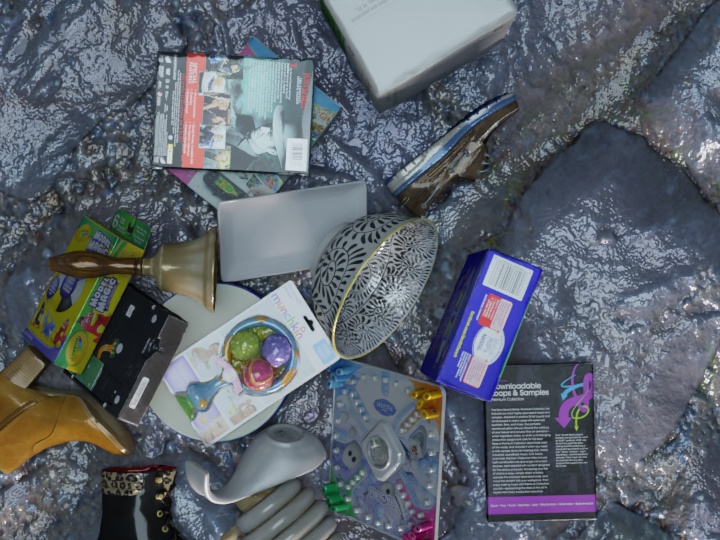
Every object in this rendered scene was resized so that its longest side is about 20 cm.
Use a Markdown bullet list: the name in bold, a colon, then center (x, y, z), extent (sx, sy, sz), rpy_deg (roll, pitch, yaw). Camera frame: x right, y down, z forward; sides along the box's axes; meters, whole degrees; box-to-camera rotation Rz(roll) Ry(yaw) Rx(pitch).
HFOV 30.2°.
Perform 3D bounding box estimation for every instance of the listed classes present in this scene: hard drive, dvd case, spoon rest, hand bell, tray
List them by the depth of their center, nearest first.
- **hand bell**: center (-0.271, -0.004, 1.596), extent (0.198, 0.104, 0.105), rpy_deg (1, 89, -4)
- **spoon rest**: center (-0.129, 0.238, 1.640), extent (0.099, 0.199, 0.061), rpy_deg (24, 116, 40)
- **hard drive**: center (-0.295, 0.092, 1.641), extent (0.038, 0.199, 0.141), rpy_deg (28, 88, -38)
- **dvd case**: center (-0.158, -0.195, 1.661), extent (0.198, 0.022, 0.148), rpy_deg (2, 90, 2)
- **tray**: center (-0.086, -0.052, 1.683), extent (0.198, 0.022, 0.108), rpy_deg (-10, 114, -21)

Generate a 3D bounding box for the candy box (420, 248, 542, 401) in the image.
- **candy box**: center (0.144, 0.065, 1.631), extent (0.076, 0.200, 0.171), rpy_deg (23, 89, -3)

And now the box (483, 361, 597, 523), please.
- **box**: center (0.229, 0.219, 1.712), extent (0.141, 0.036, 0.202), rpy_deg (-1, 90, -1)

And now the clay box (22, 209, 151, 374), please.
- **clay box**: center (-0.342, 0.016, 1.672), extent (0.047, 0.115, 0.201), rpy_deg (26, 89, -38)

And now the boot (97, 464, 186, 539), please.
- **boot**: center (-0.243, 0.326, 1.691), extent (0.198, 0.073, 0.152), rpy_deg (0, 90, 5)

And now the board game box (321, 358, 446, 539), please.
- **board game box**: center (0.022, 0.222, 1.632), extent (0.026, 0.199, 0.202), rpy_deg (-4, 100, -41)

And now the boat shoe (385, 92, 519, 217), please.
- **boat shoe**: center (0.129, -0.147, 1.705), extent (0.199, 0.072, 0.073), rpy_deg (-38, 94, 9)

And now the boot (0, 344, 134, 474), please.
- **boot**: center (-0.400, 0.208, 1.699), extent (0.201, 0.071, 0.144), rpy_deg (41, 95, 4)

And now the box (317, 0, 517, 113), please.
- **box**: center (0.064, -0.322, 1.637), extent (0.199, 0.199, 0.172), rpy_deg (-31, 90, 1)

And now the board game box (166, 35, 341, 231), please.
- **board game box**: center (-0.140, -0.172, 1.702), extent (0.147, 0.064, 0.201), rpy_deg (37, 89, -1)

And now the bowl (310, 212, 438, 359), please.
- **bowl**: center (0.000, 0.000, 1.657), extent (0.094, 0.201, 0.202), rpy_deg (35, 89, 25)

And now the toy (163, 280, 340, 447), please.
- **toy**: center (-0.137, 0.115, 1.626), extent (0.199, 0.047, 0.116), rpy_deg (-33, 91, 0)

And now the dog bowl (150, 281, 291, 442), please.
- **dog bowl**: center (-0.180, 0.114, 1.689), extent (0.198, 0.079, 0.202), rpy_deg (0, 89, 0)

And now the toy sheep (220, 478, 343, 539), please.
- **toy sheep**: center (-0.089, 0.335, 1.664), extent (0.138, 0.138, 0.200), rpy_deg (-40, 91, -1)
